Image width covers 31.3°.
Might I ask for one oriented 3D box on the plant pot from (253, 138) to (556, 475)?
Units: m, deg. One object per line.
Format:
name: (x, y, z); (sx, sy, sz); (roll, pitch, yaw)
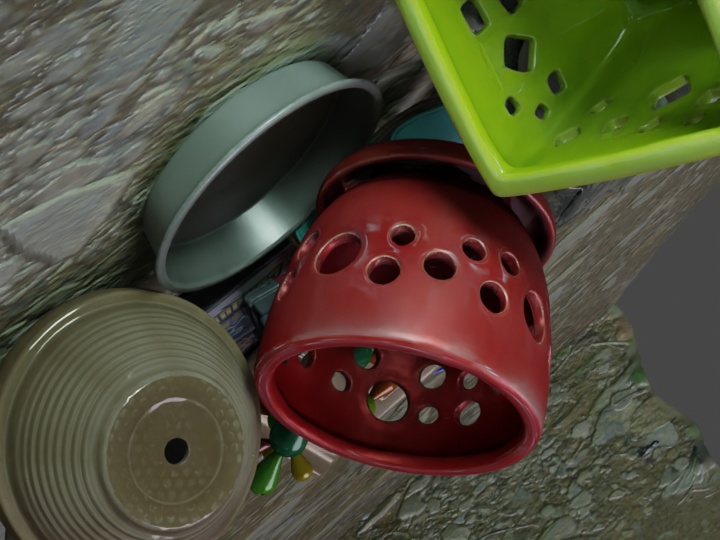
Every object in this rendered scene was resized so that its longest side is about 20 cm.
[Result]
plant pot: (0.038, 0.021, 0.900); (0.201, 0.198, 0.184); (112, -10, -59)

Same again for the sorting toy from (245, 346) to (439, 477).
sorting toy: (-0.026, 0.093, 1.233); (0.200, 0.037, 0.185); (-45, 134, 8)

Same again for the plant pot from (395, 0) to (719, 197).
plant pot: (0.153, -0.181, 0.740); (0.199, 0.200, 0.181); (-8, -155, 48)

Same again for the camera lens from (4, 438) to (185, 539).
camera lens: (-0.191, 0.181, 1.020); (0.159, 0.160, 0.200); (-31, 162, -38)

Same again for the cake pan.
cake pan: (-0.070, -0.066, 0.882); (0.200, 0.037, 0.201); (-40, 165, -13)

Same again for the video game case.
video game case: (-0.102, 0.033, 1.107); (0.200, 0.026, 0.181); (-40, 165, -14)

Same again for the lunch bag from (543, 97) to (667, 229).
lunch bag: (0.174, -0.105, 1.219); (0.199, 0.140, 0.168); (-31, 161, -36)

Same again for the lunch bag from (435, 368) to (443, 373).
lunch bag: (0.036, 0.057, 1.369); (0.199, 0.124, 0.170); (-19, 156, -24)

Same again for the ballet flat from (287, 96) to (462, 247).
ballet flat: (0.022, -0.086, 1.016); (0.199, 0.068, 0.072); (-36, -154, 0)

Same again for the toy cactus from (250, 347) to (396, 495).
toy cactus: (-0.038, 0.099, 1.117); (0.200, 0.102, 0.165); (-41, 165, -13)

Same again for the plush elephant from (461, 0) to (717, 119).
plush elephant: (0.144, -0.172, 0.953); (0.164, 0.201, 0.155); (-27, -174, -8)

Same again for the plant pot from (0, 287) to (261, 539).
plant pot: (-0.141, 0.113, 0.852); (0.200, 0.202, 0.092); (-35, -162, -28)

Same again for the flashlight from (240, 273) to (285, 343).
flashlight: (0.000, 0.000, 1.061); (0.199, 0.068, 0.068); (-31, -159, -17)
